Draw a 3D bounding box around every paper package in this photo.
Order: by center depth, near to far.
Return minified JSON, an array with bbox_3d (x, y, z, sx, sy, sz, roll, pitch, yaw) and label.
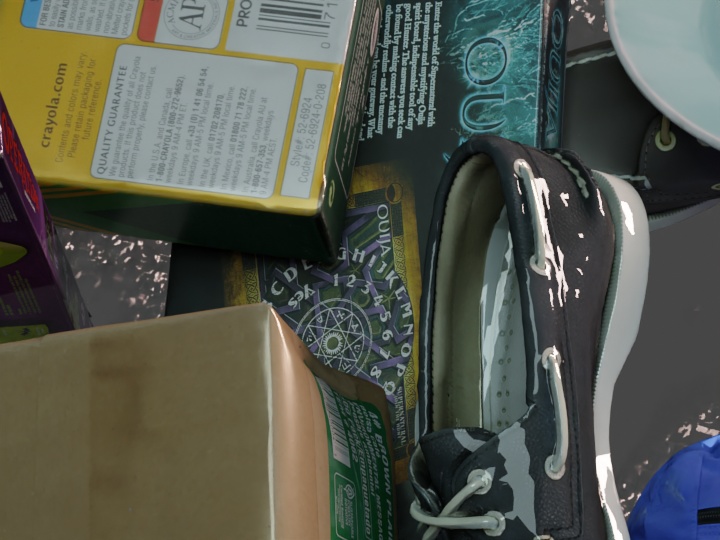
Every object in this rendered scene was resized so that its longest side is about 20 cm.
[{"bbox_3d":[-0.086,0.129,0.852,0.190,0.103,0.200,-9,70,17],"label":"paper package"}]

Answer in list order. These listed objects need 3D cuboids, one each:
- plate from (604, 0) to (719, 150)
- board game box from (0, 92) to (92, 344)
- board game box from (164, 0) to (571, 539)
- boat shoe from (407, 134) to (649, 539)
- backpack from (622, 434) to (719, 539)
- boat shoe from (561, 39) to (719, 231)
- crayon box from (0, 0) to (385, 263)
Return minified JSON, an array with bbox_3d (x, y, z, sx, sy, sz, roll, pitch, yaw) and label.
[{"bbox_3d":[0.181,-0.086,0.931,0.200,0.026,0.200,-4,44,4],"label":"plate"},{"bbox_3d":[-0.156,-0.002,0.887,0.120,0.200,0.032,-8,68,-1],"label":"board game box"},{"bbox_3d":[0.000,0.000,0.946,0.135,0.028,0.200,-1,73,20],"label":"board game box"},{"bbox_3d":[0.042,0.056,0.849,0.060,0.076,0.200,20,62,-35],"label":"boat shoe"},{"bbox_3d":[0.150,0.145,0.837,0.162,0.168,0.200,7,64,0],"label":"backpack"},{"bbox_3d":[0.130,-0.058,0.966,0.201,0.061,0.072,-4,69,1],"label":"boat shoe"},{"bbox_3d":[-0.096,-0.080,0.940,0.200,0.052,0.126,8,71,9],"label":"crayon box"}]
